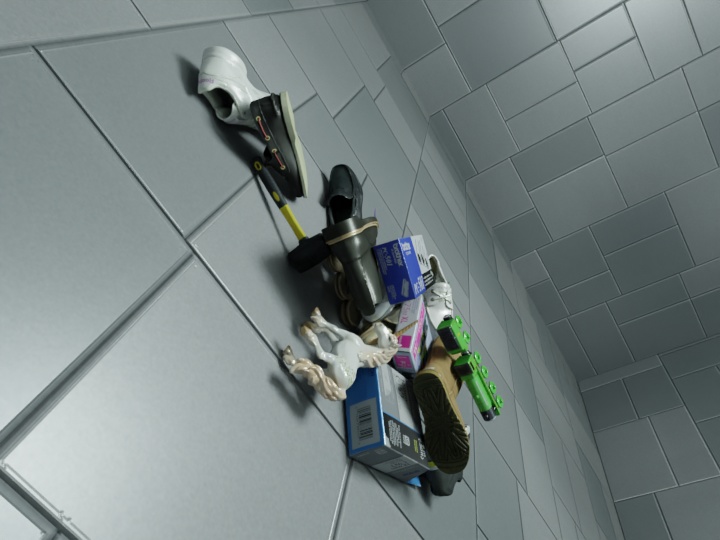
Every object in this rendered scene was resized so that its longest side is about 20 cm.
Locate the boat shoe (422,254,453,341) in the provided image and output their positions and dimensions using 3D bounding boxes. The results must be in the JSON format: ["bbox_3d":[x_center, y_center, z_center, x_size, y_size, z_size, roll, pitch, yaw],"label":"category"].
[{"bbox_3d":[0.146,0.050,1.046,0.071,0.069,0.200,8,45,-22],"label":"boat shoe"}]

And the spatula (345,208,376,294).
[{"bbox_3d":[0.006,-0.031,0.934,0.057,0.021,0.200,87,21,-44],"label":"spatula"}]

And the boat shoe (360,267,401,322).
[{"bbox_3d":[0.060,0.036,0.951,0.071,0.072,0.200,52,34,-16],"label":"boat shoe"}]

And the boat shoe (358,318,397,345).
[{"bbox_3d":[0.026,0.117,0.910,0.065,0.072,0.200,27,12,20],"label":"boat shoe"}]

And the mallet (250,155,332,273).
[{"bbox_3d":[-0.124,-0.087,0.835,0.200,0.066,0.041,52,10,10],"label":"mallet"}]

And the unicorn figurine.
[{"bbox_3d":[-0.022,0.111,0.744,0.137,0.074,0.200,36,44,-2],"label":"unicorn figurine"}]

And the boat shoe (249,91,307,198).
[{"bbox_3d":[-0.126,-0.195,0.864,0.202,0.063,0.074,77,2,-52],"label":"boat shoe"}]

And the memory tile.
[{"bbox_3d":[0.000,0.000,0.957,0.200,0.017,0.154,-42,119,-59],"label":"memory tile"}]

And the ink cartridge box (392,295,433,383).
[{"bbox_3d":[0.098,0.151,0.934,0.200,0.042,0.119,74,25,-45],"label":"ink cartridge box"}]

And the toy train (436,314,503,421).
[{"bbox_3d":[0.184,0.166,0.895,0.200,0.042,0.056,62,29,-8],"label":"toy train"}]

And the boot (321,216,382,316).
[{"bbox_3d":[0.002,-0.008,0.832,0.139,0.077,0.200,69,17,-1],"label":"boot"}]

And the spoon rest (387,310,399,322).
[{"bbox_3d":[0.078,0.045,1.068,0.061,0.099,0.200,26,32,-30],"label":"spoon rest"}]

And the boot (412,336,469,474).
[{"bbox_3d":[0.150,0.213,0.893,0.200,0.066,0.176,-24,101,-71],"label":"boot"}]

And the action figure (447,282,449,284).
[{"bbox_3d":[0.113,0.088,1.105,0.055,0.118,0.200,69,28,-21],"label":"action figure"}]

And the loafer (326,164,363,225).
[{"bbox_3d":[-0.032,-0.134,1.039,0.070,0.068,0.201,46,31,-54],"label":"loafer"}]

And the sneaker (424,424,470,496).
[{"bbox_3d":[0.151,0.334,0.952,0.200,0.074,0.085,-7,87,-64],"label":"sneaker"}]

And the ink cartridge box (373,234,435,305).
[{"bbox_3d":[0.078,-0.006,0.875,0.200,0.044,0.094,-19,93,-73],"label":"ink cartridge box"}]

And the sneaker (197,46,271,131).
[{"bbox_3d":[-0.187,-0.256,0.854,0.200,0.075,0.100,38,53,-48],"label":"sneaker"}]

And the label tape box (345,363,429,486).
[{"bbox_3d":[0.056,0.238,0.831,0.200,0.066,0.143,40,32,-42],"label":"label tape box"}]
